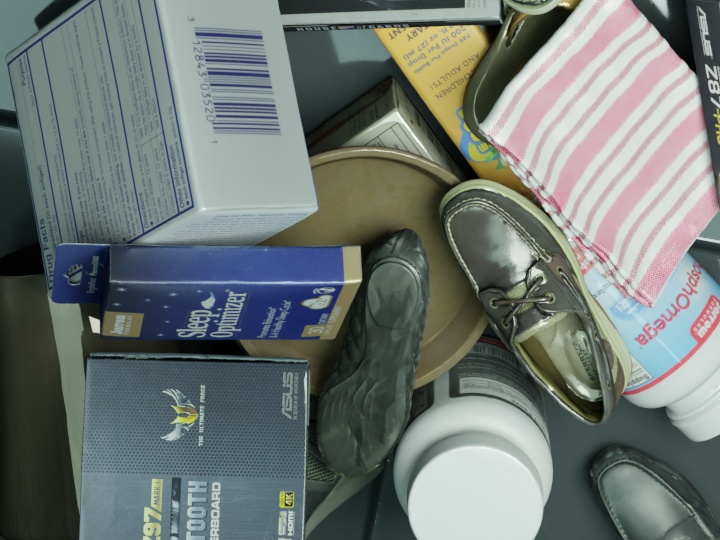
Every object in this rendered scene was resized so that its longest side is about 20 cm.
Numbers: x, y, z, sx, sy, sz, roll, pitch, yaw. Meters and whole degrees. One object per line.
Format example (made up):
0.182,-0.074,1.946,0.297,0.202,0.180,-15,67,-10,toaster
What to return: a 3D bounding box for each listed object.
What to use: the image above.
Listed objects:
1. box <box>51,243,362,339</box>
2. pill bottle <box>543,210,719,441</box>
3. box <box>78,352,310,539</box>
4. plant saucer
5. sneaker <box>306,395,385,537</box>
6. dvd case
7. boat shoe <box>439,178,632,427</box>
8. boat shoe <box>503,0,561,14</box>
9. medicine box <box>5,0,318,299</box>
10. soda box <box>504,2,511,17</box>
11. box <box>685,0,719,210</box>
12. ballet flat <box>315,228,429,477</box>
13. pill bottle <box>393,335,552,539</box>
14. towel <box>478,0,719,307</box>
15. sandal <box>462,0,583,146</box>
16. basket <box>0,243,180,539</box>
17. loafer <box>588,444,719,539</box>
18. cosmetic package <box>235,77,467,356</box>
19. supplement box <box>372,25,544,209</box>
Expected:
-0.106,0.015,1.510,0.199,0.121,0.033,1,70,-9,box
0.205,0.028,1.646,0.109,0.109,0.200,-42,103,14,pill bottle
-0.115,0.159,1.567,0.157,0.051,0.201,2,81,0,box
0.000,0.000,1.592,0.199,0.029,0.201,-2,117,-4,plant saucer
-0.067,0.144,1.657,0.076,0.199,0.115,-8,113,45,sneaker
0.001,-0.242,1.560,0.199,0.025,0.151,-1,84,11,dvd case
0.125,0.024,1.558,0.073,0.065,0.200,-33,111,22,boat shoe
0.056,-0.249,1.502,0.075,0.066,0.199,-44,76,5,boat shoe
-0.140,-0.095,1.534,0.200,0.103,0.183,-26,71,48,medicine box
0.167,-0.155,1.609,0.068,0.064,0.200,-35,105,12,soda box
0.329,-0.140,1.573,0.199,0.049,0.162,-19,110,-24,box
0.015,0.063,1.586,0.066,0.057,0.201,21,121,7,ballet flat
0.081,0.132,1.635,0.115,0.200,0.116,1,109,2,pill bottle
0.183,-0.087,1.538,0.146,0.030,0.200,-51,122,-12,towel
0.131,-0.171,1.543,0.080,0.054,0.200,24,107,-6,sandal
-0.200,0.082,1.667,0.180,0.136,0.201,-10,104,-3,basket
0.251,0.216,1.727,0.068,0.070,0.201,-39,103,13,loafer
-0.027,-0.037,1.641,0.200,0.087,0.103,-33,108,11,cosmetic package
0.082,-0.132,1.618,0.066,0.069,0.200,-35,106,12,supplement box
